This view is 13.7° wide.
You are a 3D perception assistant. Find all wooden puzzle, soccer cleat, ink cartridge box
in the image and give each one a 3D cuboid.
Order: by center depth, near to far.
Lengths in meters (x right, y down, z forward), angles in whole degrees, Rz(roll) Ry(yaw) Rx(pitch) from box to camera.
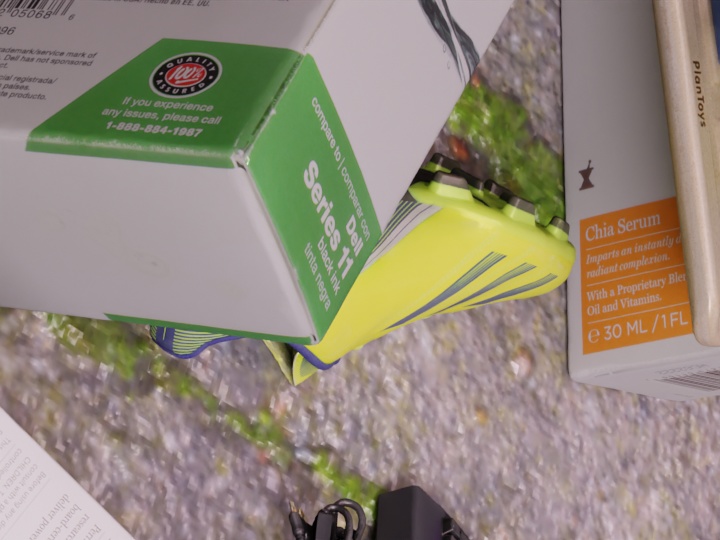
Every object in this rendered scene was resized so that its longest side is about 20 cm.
[{"bbox_3d":[-0.043,-0.081,0.944,0.200,0.147,0.083,-60,142,-35],"label":"ink cartridge box"},{"bbox_3d":[-0.001,0.000,1.053,0.200,0.065,0.084,4,108,-49],"label":"soccer cleat"},{"bbox_3d":[0.185,-0.067,1.109,0.200,0.046,0.185,0,80,-44],"label":"wooden puzzle"}]

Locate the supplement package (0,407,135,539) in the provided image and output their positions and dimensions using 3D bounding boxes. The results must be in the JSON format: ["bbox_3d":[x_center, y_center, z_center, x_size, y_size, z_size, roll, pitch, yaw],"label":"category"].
[{"bbox_3d":[-0.099,0.144,0.837,0.200,0.114,0.110,46,51,-10],"label":"supplement package"}]

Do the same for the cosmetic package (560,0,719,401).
[{"bbox_3d":[0.137,-0.057,1.164,0.071,0.101,0.200,12,71,-43],"label":"cosmetic package"}]

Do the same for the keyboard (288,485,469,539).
[{"bbox_3d":[0.018,0.151,1.002,0.127,0.021,0.200,43,31,-31],"label":"keyboard"}]
